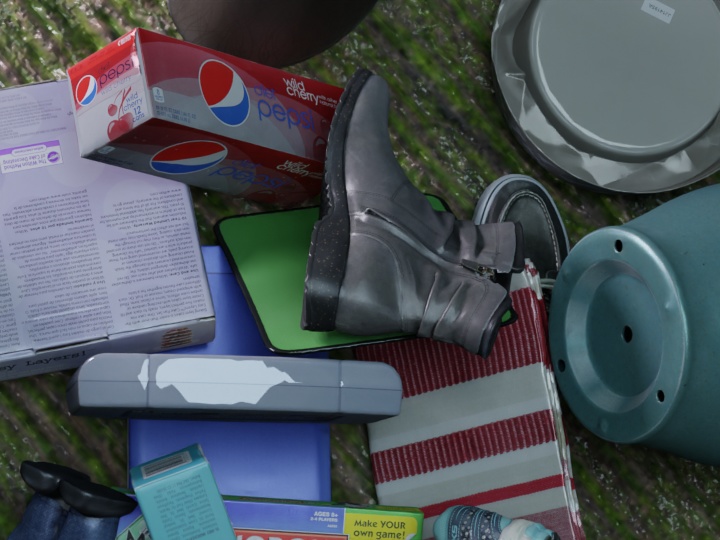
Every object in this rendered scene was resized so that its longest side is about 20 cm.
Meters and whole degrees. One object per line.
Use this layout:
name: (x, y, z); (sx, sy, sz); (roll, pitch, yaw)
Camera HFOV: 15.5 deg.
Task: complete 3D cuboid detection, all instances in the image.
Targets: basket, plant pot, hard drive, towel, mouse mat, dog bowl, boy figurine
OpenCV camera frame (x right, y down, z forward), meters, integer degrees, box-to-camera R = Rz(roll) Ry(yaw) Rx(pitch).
basket: (-0.035, -0.234, 1.709); (0.180, 0.200, 0.136); (-41, 87, -17)
plant pot: (0.228, 0.037, 1.667); (0.187, 0.200, 0.201); (-4, 77, -34)
hard drive: (-0.086, 0.084, 1.718); (0.131, 0.025, 0.201); (1, 77, -10)
towel: (0.067, 0.103, 1.703); (0.143, 0.023, 0.201); (-16, 77, 31)
mouse mat: (0.000, 0.000, 1.684); (0.160, 0.200, 0.008); (-7, 118, -11)
dog bowl: (0.180, -0.143, 1.801); (0.199, 0.059, 0.201); (2, 77, -10)
boy figurine: (-0.210, 0.219, 1.631); (0.124, 0.064, 0.201); (25, 94, 31)

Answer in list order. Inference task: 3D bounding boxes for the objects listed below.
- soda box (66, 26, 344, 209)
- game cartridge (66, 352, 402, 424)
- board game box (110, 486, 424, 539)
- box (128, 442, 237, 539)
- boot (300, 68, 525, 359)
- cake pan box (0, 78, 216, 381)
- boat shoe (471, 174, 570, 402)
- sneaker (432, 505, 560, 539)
soda box: (-0.090, -0.094, 1.677); (0.199, 0.070, 0.064); (12, 59, -50)
game cartridge: (-0.079, 0.074, 1.638); (0.199, 0.133, 0.041); (2, 87, -10)
board game box: (-0.064, 0.211, 1.674); (0.199, 0.029, 0.136); (4, 94, -9)
box: (-0.085, 0.211, 1.615); (0.049, 0.082, 0.201); (-20, 96, -5)
boot: (0.038, -0.032, 1.635); (0.131, 0.070, 0.201); (8, 56, 1)
cake pan box: (-0.204, -0.027, 1.690); (0.199, 0.052, 0.185); (-12, 68, -10)
boat shoe: (0.113, 0.030, 1.743); (0.072, 0.071, 0.201); (-1, 78, -10)
sneaker: (0.065, 0.234, 1.664); (0.086, 0.078, 0.201); (24, 114, 22)
